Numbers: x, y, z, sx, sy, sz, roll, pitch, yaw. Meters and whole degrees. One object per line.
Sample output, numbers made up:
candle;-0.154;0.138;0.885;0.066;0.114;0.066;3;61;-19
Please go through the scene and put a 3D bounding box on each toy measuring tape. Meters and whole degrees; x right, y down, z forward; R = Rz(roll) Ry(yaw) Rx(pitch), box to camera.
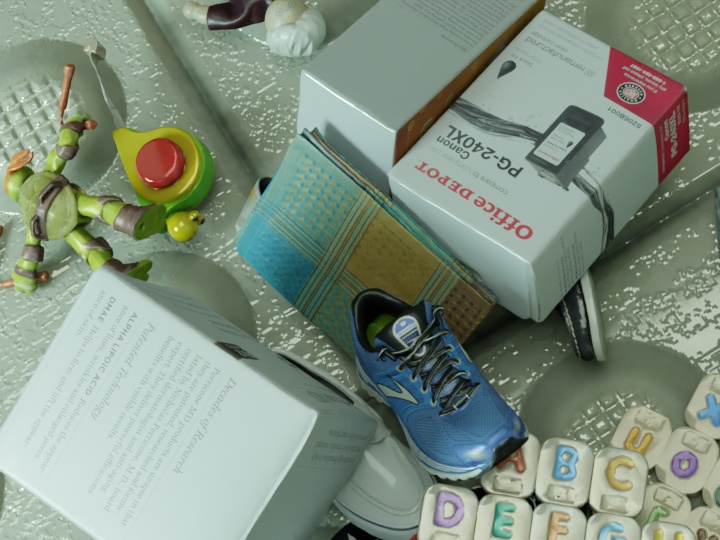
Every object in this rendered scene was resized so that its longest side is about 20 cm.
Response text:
toy measuring tape;-0.171;-0.117;1.621;0.073;0.074;0.201;-22;72;1

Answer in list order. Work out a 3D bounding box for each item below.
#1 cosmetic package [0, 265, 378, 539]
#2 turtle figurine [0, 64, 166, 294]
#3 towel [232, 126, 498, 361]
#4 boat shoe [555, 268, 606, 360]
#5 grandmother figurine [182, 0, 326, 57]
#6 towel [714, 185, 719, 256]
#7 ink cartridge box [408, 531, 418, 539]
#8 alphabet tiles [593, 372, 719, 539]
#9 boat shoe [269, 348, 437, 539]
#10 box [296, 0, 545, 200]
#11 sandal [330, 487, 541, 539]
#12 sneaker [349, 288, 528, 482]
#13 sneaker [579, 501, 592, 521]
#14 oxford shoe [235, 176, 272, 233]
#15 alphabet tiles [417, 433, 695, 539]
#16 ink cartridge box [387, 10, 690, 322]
cosmetic package;-0.125;0.124;1.397;0.199;0.165;0.166;32;93;17
turtle figurine;-0.238;-0.058;1.586;0.161;0.064;0.201;26;98;25
towel;0.000;0.000;1.505;0.200;0.147;0.022;42;42;7
boat shoe;0.147;-0.014;1.528;0.060;0.074;0.201;-16;64;3
grandmother figurine;-0.102;-0.255;1.674;0.121;0.061;0.200;-43;65;2
towel;0.367;0.015;1.489;0.170;0.048;0.202;-5;64;5
ink cartridge box;0.044;0.294;1.387;0.200;0.050;0.161;-40;103;-12
alphabet tiles;0.273;0.184;1.460;0.199;0.015;0.196;25;75;18
boat shoe;-0.015;0.133;1.483;0.200;0.066;0.074;35;71;32
box;0.048;-0.151;1.539;0.097;0.125;0.200;34;59;20
sandal;0.055;0.204;1.476;0.199;0.043;0.077;-22;67;1
sneaker;0.046;0.078;1.399;0.078;0.090;0.200;-35;41;-14
sneaker;0.182;0.249;1.418;0.082;0.071;0.201;-15;80;2
oxford shoe;-0.007;-0.037;1.560;0.198;0.075;0.058;12;108;17
alphabet tiles;0.136;0.216;1.372;0.198;0.015;0.197;10;74;2
ink cartridge box;0.138;-0.082;1.483;0.145;0.084;0.200;32;67;26
